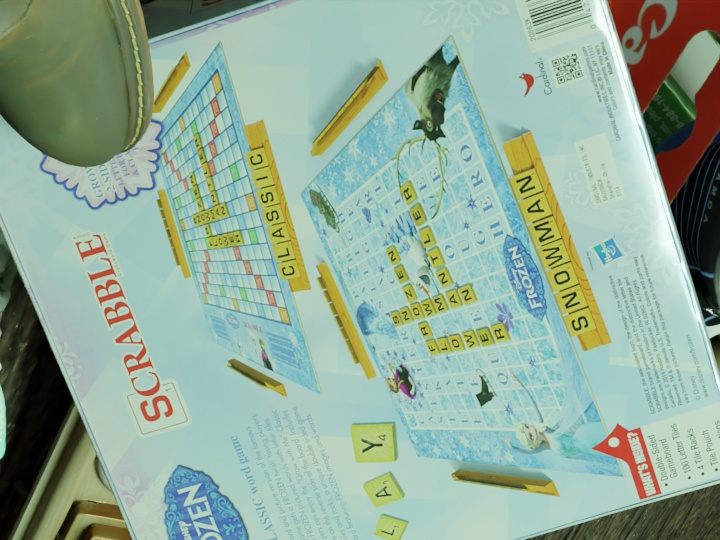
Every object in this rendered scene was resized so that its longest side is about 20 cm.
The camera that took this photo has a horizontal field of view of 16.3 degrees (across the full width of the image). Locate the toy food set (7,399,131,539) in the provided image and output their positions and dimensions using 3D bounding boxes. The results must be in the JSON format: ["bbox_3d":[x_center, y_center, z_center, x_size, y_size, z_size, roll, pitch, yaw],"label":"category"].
[{"bbox_3d":[-0.057,0.111,0.984,0.142,0.061,0.201,13,132,-20],"label":"toy food set"}]

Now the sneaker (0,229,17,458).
[{"bbox_3d":[-0.139,0.022,0.807,0.201,0.088,0.075,-53,159,-13],"label":"sneaker"}]

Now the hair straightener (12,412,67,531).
[{"bbox_3d":[-0.113,0.120,1.104,0.077,0.041,0.200,-50,163,-7],"label":"hair straightener"}]

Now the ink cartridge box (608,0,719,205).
[{"bbox_3d":[0.046,-0.098,0.856,0.057,0.200,0.163,19,109,-39],"label":"ink cartridge box"}]

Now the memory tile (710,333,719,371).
[{"bbox_3d":[0.163,-0.035,1.052,0.201,0.017,0.153,-59,-163,16],"label":"memory tile"}]

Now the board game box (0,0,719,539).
[{"bbox_3d":[0.000,0.000,0.787,0.198,0.201,0.041,-17,-158,7],"label":"board game box"}]

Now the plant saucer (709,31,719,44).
[{"bbox_3d":[0.118,-0.080,1.073,0.200,0.029,0.201,-46,158,-24],"label":"plant saucer"}]

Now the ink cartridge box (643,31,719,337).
[{"bbox_3d":[0.055,-0.020,0.967,0.199,0.083,0.147,-28,130,21],"label":"ink cartridge box"}]

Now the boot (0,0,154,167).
[{"bbox_3d":[-0.121,-0.069,0.651,0.200,0.074,0.097,60,43,-46],"label":"boot"}]

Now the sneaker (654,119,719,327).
[{"bbox_3d":[0.131,-0.009,0.827,0.200,0.070,0.078,120,-11,-66],"label":"sneaker"}]
